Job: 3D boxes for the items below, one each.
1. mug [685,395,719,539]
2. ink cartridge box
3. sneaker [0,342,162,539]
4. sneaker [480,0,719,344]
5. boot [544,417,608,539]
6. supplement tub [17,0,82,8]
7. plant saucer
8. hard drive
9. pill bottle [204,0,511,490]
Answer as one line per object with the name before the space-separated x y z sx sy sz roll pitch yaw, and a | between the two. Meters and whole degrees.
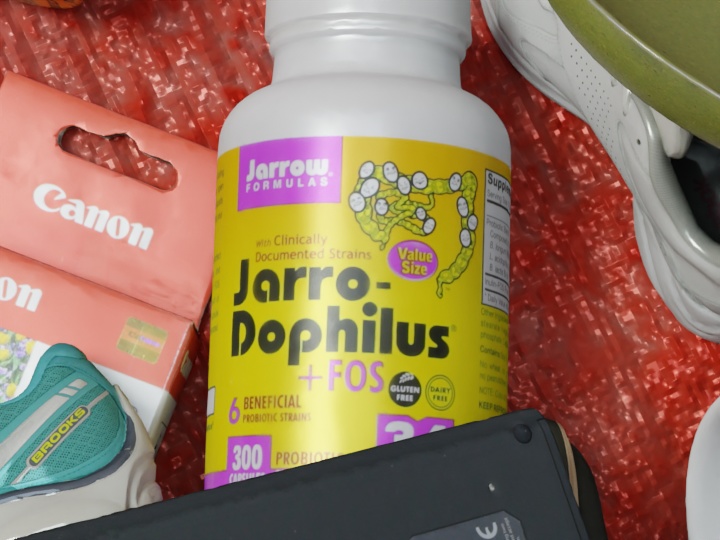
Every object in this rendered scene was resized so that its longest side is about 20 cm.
mug | 0.214 0.061 0.812 0.175 0.148 0.200 -15 84 -22
ink cartridge box | -0.119 0.033 0.862 0.109 0.050 0.200 21 82 3
sneaker | -0.166 0.087 0.798 0.200 0.078 0.080 -22 74 -14
sneaker | 0.109 -0.072 0.860 0.078 0.099 0.200 -32 83 -6
boot | 0.105 0.158 0.848 0.138 0.077 0.200 13 61 -25
supplement tub | -0.106 -0.203 0.866 0.122 0.123 0.200 21 81 2
plant saucer | 0.135 -0.088 0.818 0.200 0.200 0.031 31 125 4
hard drive | -0.009 0.128 0.724 0.200 0.033 0.140 -11 77 -33
pill bottle | 0.000 0.000 0.844 0.104 0.104 0.200 1 80 -1
